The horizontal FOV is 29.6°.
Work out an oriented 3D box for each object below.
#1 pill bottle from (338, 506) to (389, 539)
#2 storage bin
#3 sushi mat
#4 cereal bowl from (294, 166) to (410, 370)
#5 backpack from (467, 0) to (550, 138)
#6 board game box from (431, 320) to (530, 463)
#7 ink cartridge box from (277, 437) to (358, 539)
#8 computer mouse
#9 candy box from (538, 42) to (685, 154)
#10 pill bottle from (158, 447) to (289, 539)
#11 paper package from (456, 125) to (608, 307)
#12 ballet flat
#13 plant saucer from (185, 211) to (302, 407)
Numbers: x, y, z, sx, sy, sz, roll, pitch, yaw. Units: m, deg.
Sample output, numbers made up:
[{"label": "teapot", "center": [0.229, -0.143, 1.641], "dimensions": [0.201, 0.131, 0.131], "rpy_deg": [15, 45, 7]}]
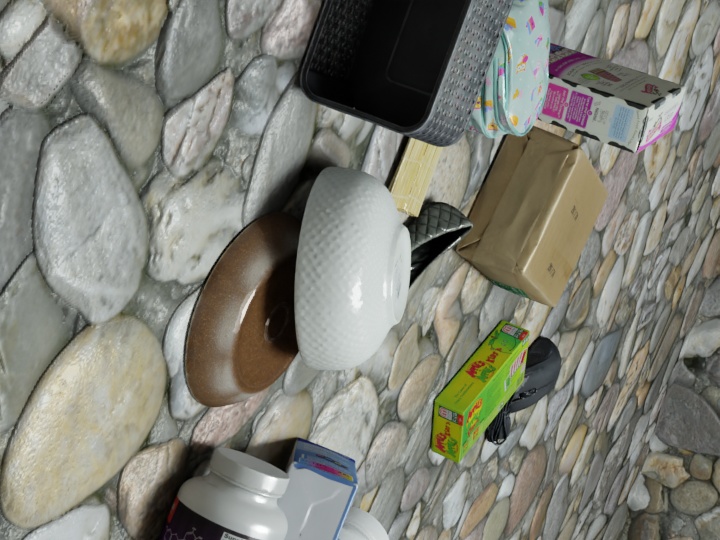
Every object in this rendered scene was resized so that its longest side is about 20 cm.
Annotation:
[{"label": "pill bottle", "center": [-0.051, 0.361, 1.564], "dimensions": [0.200, 0.112, 0.112], "rpy_deg": [-41, 145, -45]}, {"label": "storage bin", "center": [0.048, -0.225, 1.225], "dimensions": [0.094, 0.135, 0.200], "rpy_deg": [8, 103, -65]}, {"label": "sushi mat", "center": [0.079, -0.157, 1.503], "dimensions": [0.096, 0.012, 0.200], "rpy_deg": [16, 95, -64]}, {"label": "cereal bowl", "center": [0.000, 0.000, 1.316], "dimensions": [0.200, 0.083, 0.200], "rpy_deg": [4, 90, -78]}, {"label": "backpack", "center": [0.124, -0.231, 1.386], "dimensions": [0.167, 0.127, 0.200], "rpy_deg": [-43, 141, -39]}, {"label": "board game box", "center": [0.172, 0.171, 1.942], "dimensions": [0.200, 0.048, 0.102], "rpy_deg": [-45, 147, -41]}, {"label": "ink cartridge box", "center": [-0.061, 0.259, 1.444], "dimensions": [0.200, 0.076, 0.136], "rpy_deg": [-146, -102, -87]}, {"label": "computer mouse", "center": [0.269, 0.182, 2.148], "dimensions": [0.200, 0.053, 0.139], "rpy_deg": [-42, 145, -44]}, {"label": "candy box", "center": [0.267, -0.210, 1.620], "dimensions": [0.136, 0.200, 0.061], "rpy_deg": [-30, 136, -54]}, {"label": "pill bottle", "center": [-0.141, 0.276, 1.301], "dimensions": [0.200, 0.112, 0.112], "rpy_deg": [-68, 156, 0]}, {"label": "paper package", "center": [0.227, -0.067, 1.781], "dimensions": [0.191, 0.103, 0.200], "rpy_deg": [-64, 157, -3]}, {"label": "ballet flat", "center": [0.058, -0.005, 1.538], "dimensions": [0.200, 0.057, 0.066], "rpy_deg": [-53, 152, -29]}, {"label": "plant saucer", "center": [-0.092, 0.044, 1.296], "dimensions": [0.200, 0.037, 0.200], "rpy_deg": [-45, 147, -41]}]
